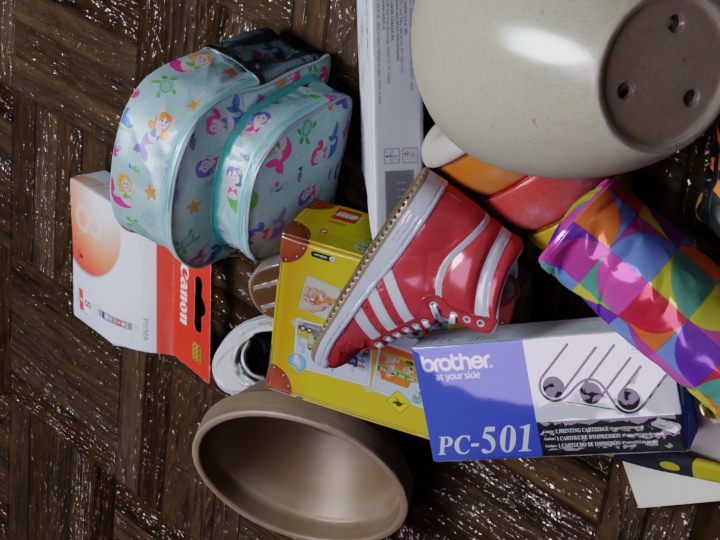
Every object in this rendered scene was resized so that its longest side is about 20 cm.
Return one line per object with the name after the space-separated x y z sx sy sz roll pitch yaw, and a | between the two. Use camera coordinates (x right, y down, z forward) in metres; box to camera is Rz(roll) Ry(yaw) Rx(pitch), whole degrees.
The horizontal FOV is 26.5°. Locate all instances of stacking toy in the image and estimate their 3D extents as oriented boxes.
0.153 -0.061 1.117 0.200 0.146 0.146 50 138 -11 | stacking toy

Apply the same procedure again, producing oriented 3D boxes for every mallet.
0.250 0.135 1.107 0.199 0.041 0.066 18 120 44 | mallet

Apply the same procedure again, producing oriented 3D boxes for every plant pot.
-0.043 0.153 1.369 0.199 0.093 0.202 12 142 9 | plant pot

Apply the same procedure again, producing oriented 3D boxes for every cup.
0.150 -0.140 0.947 0.143 0.199 0.202 -140 44 -59 | cup

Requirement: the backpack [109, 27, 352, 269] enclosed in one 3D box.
-0.110 -0.095 1.281 0.150 0.199 0.179 33 127 30 | backpack

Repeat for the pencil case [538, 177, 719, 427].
0.211 0.029 1.027 0.200 0.088 0.088 44 134 5 | pencil case

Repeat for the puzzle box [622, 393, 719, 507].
0.266 0.102 1.118 0.199 0.025 0.134 -15 96 47 | puzzle box

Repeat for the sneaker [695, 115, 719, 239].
0.254 -0.067 1.025 0.090 0.070 0.202 -16 97 44 | sneaker

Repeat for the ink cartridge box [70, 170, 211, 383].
-0.223 0.010 1.532 0.200 0.050 0.164 33 129 44 | ink cartridge box

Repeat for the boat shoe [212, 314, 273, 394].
-0.089 0.081 1.432 0.199 0.065 0.073 -18 95 47 | boat shoe

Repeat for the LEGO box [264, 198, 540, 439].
0.032 0.045 1.241 0.198 0.077 0.150 16 120 14 | LEGO box

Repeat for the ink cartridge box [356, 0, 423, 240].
0.022 -0.145 1.203 0.043 0.174 0.202 -2 112 -1 | ink cartridge box

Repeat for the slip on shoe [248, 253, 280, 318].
0.000 0.000 1.316 0.198 0.061 0.077 -11 110 29 | slip on shoe

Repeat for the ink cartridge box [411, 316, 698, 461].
0.143 0.088 1.136 0.198 0.044 0.095 -6 103 25 | ink cartridge box

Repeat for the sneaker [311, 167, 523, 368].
0.045 0.026 1.139 0.112 0.071 0.200 31 130 -3 | sneaker
